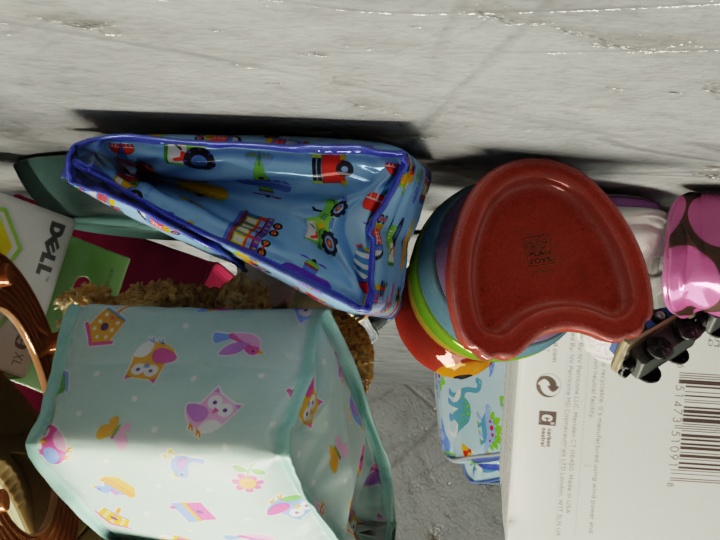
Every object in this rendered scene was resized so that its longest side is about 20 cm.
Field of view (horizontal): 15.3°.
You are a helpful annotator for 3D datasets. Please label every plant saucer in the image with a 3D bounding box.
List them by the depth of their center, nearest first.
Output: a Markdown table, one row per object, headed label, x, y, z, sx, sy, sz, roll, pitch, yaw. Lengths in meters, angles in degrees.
| label | x | y | z | sx | sy | sz | roll | pitch | yaw |
| --- | --- | --- | --- | --- | --- | --- | --- | --- | --- |
| plant saucer | -0.120 | -0.043 | 1.688 | 0.199 | 0.036 | 0.200 | 4 | 175 | 0 |

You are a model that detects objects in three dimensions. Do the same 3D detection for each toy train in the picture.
| label | x | y | z | sx | sy | sz | roll | pitch | yaw |
| --- | --- | --- | --- | --- | --- | --- | --- | --- | --- |
| toy train | 0.225 | 0.016 | 1.698 | 0.200 | 0.046 | 0.034 | -29 | 153 | -36 |

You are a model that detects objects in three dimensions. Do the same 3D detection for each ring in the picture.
| label | x | y | z | sx | sy | sz | roll | pitch | yaw |
| --- | --- | --- | --- | --- | --- | --- | --- | --- | --- |
| ring | -0.192 | 0.084 | 1.524 | 0.019 | 0.201 | 0.200 | -10 | 172 | 13 |

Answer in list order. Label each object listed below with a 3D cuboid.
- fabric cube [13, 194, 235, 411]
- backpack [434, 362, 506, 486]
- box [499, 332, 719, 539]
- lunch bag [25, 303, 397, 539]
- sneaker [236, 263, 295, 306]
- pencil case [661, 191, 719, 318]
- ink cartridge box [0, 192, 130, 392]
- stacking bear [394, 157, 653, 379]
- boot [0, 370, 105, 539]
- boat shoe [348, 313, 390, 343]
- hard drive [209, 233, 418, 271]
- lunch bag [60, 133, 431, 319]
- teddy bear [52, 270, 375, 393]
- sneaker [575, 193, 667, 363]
| label | x | y | z | sx | sy | sz | roll | pitch | yaw |
| --- | --- | --- | --- | --- | --- | --- | --- | --- | --- |
| fabric cube | -0.165 | 0.096 | 1.828 | 0.199 | 0.201 | 0.196 | 18 | 162 | 37 |
| backpack | 0.158 | 0.084 | 2.117 | 0.147 | 0.184 | 0.200 | 6 | 169 | -43 |
| box | 0.205 | 0.093 | 1.943 | 0.199 | 0.200 | 0.131 | 3 | -166 | 1 |
| lunch bag | -0.078 | 0.113 | 1.555 | 0.170 | 0.122 | 0.200 | 2 | 146 | 19 |
| sneaker | -0.032 | 0.014 | 1.888 | 0.078 | 0.100 | 0.200 | 0 | 177 | -21 |
| pencil case | 0.284 | -0.004 | 1.619 | 0.199 | 0.091 | 0.094 | 4 | -178 | 13 |
| ink cartridge box | -0.239 | 0.004 | 1.642 | 0.199 | 0.104 | 0.059 | 21 | 169 | -20 |
| stacking bear | 0.076 | 0.010 | 1.594 | 0.121 | 0.114 | 0.200 | -8 | 170 | -18 |
| boot | -0.248 | 0.125 | 1.653 | 0.154 | 0.072 | 0.200 | -9 | 130 | 44 |
| boat shoe | 0.000 | 0.000 | 1.691 | 0.071 | 0.091 | 0.200 | -34 | -179 | -2 |
| hard drive | 0.003 | -0.009 | 2.044 | 0.199 | 0.027 | 0.132 | -1 | 174 | 30 |
| lunch bag | -0.071 | -0.042 | 1.497 | 0.199 | 0.095 | 0.151 | 14 | 179 | 7 |
| teddy bear | -0.089 | 0.034 | 1.621 | 0.199 | 0.067 | 0.145 | -1 | 155 | 11 |
| sneaker | 0.163 | 0.006 | 1.695 | 0.075 | 0.100 | 0.200 | 4 | 173 | 25 |
